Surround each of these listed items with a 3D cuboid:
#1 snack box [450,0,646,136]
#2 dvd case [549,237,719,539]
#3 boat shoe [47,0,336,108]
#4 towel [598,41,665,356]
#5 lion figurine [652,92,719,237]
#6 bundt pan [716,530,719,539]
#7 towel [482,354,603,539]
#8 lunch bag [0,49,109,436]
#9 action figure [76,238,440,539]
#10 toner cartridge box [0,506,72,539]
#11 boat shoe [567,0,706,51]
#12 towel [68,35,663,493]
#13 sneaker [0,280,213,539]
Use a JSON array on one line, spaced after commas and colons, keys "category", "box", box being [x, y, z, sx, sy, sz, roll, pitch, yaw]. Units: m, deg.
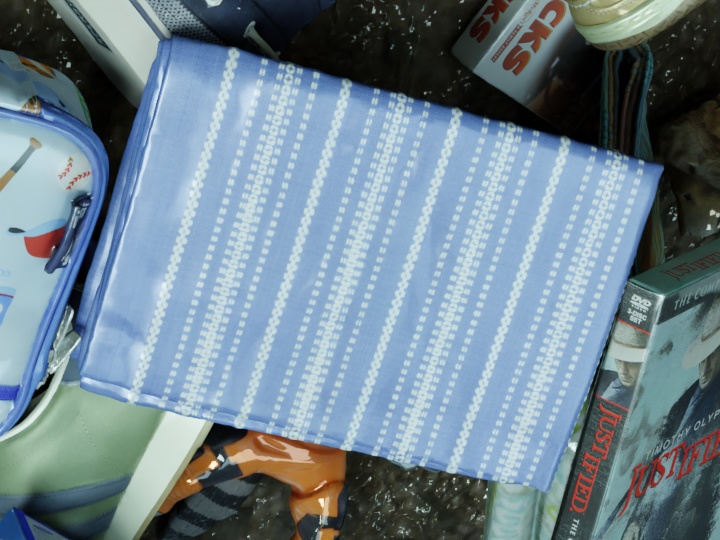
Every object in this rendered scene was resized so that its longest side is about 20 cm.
[{"category": "snack box", "box": [0.125, -0.155, 0.984, 0.072, 0.024, 0.200, 28, 105, -40]}, {"category": "dvd case", "box": [0.129, 0.080, 0.972, 0.146, 0.022, 0.201, -19, 128, -52]}, {"category": "boat shoe", "box": [-0.083, -0.138, 0.843, 0.093, 0.075, 0.200, -46, 140, -9]}, {"category": "towel", "box": [0.126, 0.012, 1.020, 0.022, 0.147, 0.200, -2, 143, 13]}, {"category": "lion figurine", "box": [0.208, -0.054, 0.998, 0.122, 0.200, 0.073, 30, 71, -4]}, {"category": "bundt pan", "box": [0.192, 0.133, 1.132, 0.075, 0.202, 0.203, -7, 129, 0]}, {"category": "towel", "box": [0.084, 0.080, 1.036, 0.048, 0.172, 0.201, 7, 123, 2]}, {"category": "lunch bag", "box": [-0.193, -0.014, 0.832, 0.199, 0.076, 0.161, 15, 112, -25]}, {"category": "action figure", "box": [-0.052, 0.048, 1.000, 0.199, 0.105, 0.194, 31, 98, -12]}, {"category": "toner cartridge box", "box": [-0.157, 0.196, 0.891, 0.095, 0.043, 0.200, 36, 99, -31]}, {"category": "boat shoe", "box": [0.146, -0.181, 0.926, 0.200, 0.072, 0.076, -48, 117, -2]}, {"category": "towel", "box": [0.000, 0.000, 0.872, 0.199, 0.024, 0.145, 14, 109, -11]}, {"category": "sneaker", "box": [-0.133, 0.092, 0.933, 0.090, 0.067, 0.201, 31, 101, -6]}]
